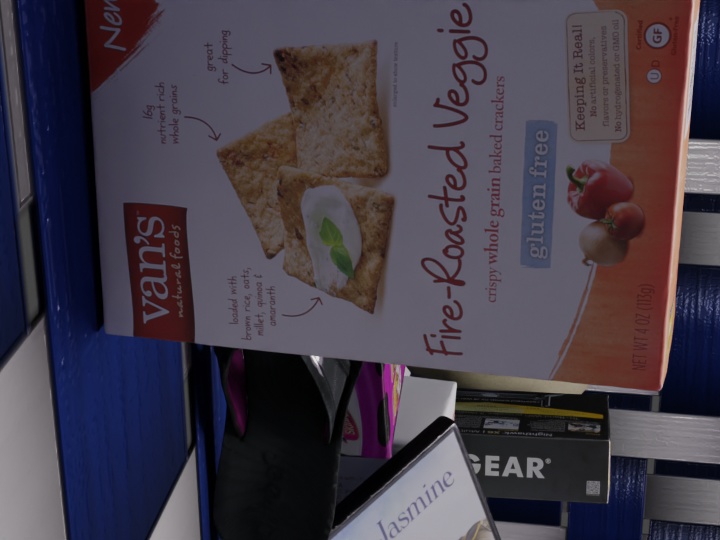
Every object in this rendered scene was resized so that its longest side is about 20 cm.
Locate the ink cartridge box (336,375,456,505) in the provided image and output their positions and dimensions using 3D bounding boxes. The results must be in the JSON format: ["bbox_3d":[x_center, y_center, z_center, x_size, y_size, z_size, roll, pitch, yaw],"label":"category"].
[{"bbox_3d":[0.017,0.188,1.090,0.145,0.083,0.200,-57,150,-72],"label":"ink cartridge box"}]

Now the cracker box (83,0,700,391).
[{"bbox_3d":[0.010,-0.039,0.529,0.058,0.200,0.134,-56,148,-65],"label":"cracker box"}]

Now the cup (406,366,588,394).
[{"bbox_3d":[0.100,0.031,1.352,0.143,0.200,0.200,17,74,-54],"label":"cup"}]

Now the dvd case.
[{"bbox_3d":[0.038,0.211,1.002,0.143,0.018,0.200,-38,124,-25],"label":"dvd case"}]

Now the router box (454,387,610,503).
[{"bbox_3d":[0.100,0.136,1.237,0.157,0.200,0.052,-41,133,-78],"label":"router box"}]

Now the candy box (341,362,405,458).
[{"bbox_3d":[0.000,0.000,0.980,0.200,0.061,0.136,-77,167,-48],"label":"candy box"}]

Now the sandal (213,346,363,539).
[{"bbox_3d":[-0.034,0.052,0.703,0.048,0.075,0.201,-79,170,-67],"label":"sandal"}]
